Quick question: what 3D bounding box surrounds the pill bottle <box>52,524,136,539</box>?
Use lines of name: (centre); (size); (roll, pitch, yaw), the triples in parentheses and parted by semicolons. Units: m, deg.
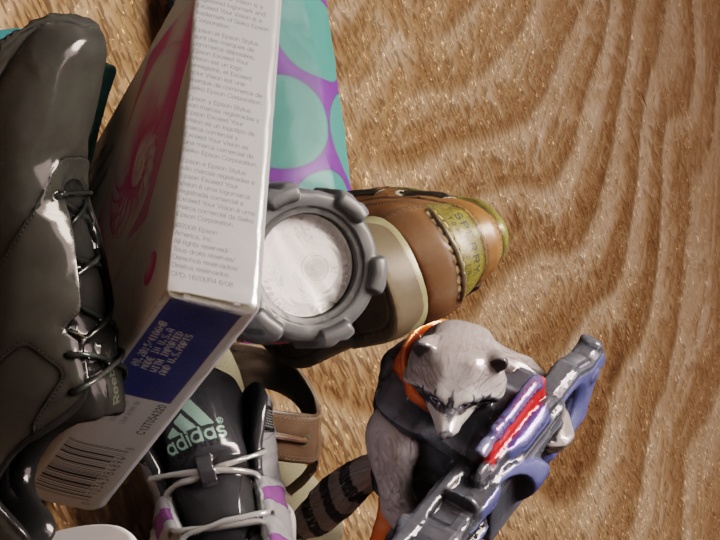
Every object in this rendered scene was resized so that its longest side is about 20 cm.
pill bottle: (-0.083, 0.200, 0.817); (0.120, 0.119, 0.201); (-60, 131, -64)

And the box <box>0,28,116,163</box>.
box: (-0.162, -0.041, 0.839); (0.200, 0.049, 0.083); (-27, 136, -70)

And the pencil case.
pencil case: (-0.052, -0.071, 1.159); (0.085, 0.092, 0.201); (2, 68, -25)

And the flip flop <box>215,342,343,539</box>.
flip flop: (-0.053, 0.062, 1.093); (0.081, 0.057, 0.200); (-68, 138, -60)

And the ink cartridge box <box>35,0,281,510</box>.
ink cartridge box: (-0.082, -0.032, 0.896); (0.043, 0.196, 0.201); (13, 59, -18)

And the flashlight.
flashlight: (-0.054, -0.003, 0.950); (0.068, 0.068, 0.200); (65, -18, -10)

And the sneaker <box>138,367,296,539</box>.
sneaker: (-0.064, 0.096, 0.936); (0.200, 0.077, 0.140); (-131, -150, -72)

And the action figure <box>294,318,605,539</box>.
action figure: (0.016, 0.099, 0.996); (0.200, 0.104, 0.194); (-45, 163, -43)

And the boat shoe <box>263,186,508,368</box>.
boat shoe: (0.000, 0.000, 0.998); (0.200, 0.068, 0.072); (6, -62, 64)

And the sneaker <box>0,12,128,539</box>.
sneaker: (-0.117, 0.009, 0.792); (0.076, 0.091, 0.201); (-17, 126, -70)
